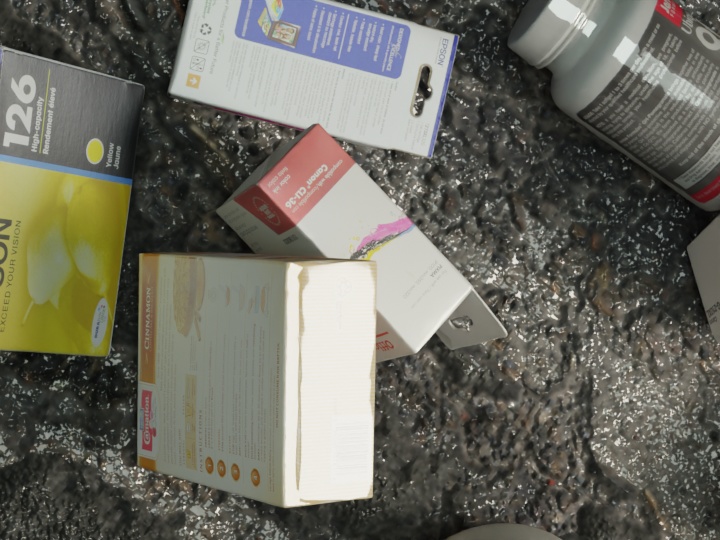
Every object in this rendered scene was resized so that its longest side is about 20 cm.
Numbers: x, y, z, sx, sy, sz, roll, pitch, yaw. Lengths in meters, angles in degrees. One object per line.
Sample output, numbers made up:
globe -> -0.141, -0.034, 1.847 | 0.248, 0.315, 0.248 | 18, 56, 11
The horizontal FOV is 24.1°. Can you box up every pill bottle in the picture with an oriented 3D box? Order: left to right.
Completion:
pill bottle -> 0.209, -0.140, 1.230 | 0.199, 0.111, 0.111 | 33, 86, -10

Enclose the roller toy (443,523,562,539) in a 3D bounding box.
roller toy -> 0.111, 0.282, 1.212 | 0.198, 0.140, 0.184 | -3, 103, -12

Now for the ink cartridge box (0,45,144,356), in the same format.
ink cartridge box -> -0.233, -0.046, 1.126 | 0.047, 0.200, 0.199 | 9, 91, 32

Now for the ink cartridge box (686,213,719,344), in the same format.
ink cartridge box -> 0.358, -0.023, 1.236 | 0.199, 0.145, 0.085 | -15, 77, -9

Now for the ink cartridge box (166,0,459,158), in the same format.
ink cartridge box -> -0.035, -0.149, 1.224 | 0.198, 0.037, 0.095 | 13, 89, -8

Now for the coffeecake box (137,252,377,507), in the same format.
coffeecake box -> -0.075, 0.067, 1.136 | 0.073, 0.199, 0.155 | -1, 93, -35

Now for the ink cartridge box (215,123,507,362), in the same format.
ink cartridge box -> 0.000, 0.000, 1.189 | 0.200, 0.116, 0.068 | 46, 71, -8
